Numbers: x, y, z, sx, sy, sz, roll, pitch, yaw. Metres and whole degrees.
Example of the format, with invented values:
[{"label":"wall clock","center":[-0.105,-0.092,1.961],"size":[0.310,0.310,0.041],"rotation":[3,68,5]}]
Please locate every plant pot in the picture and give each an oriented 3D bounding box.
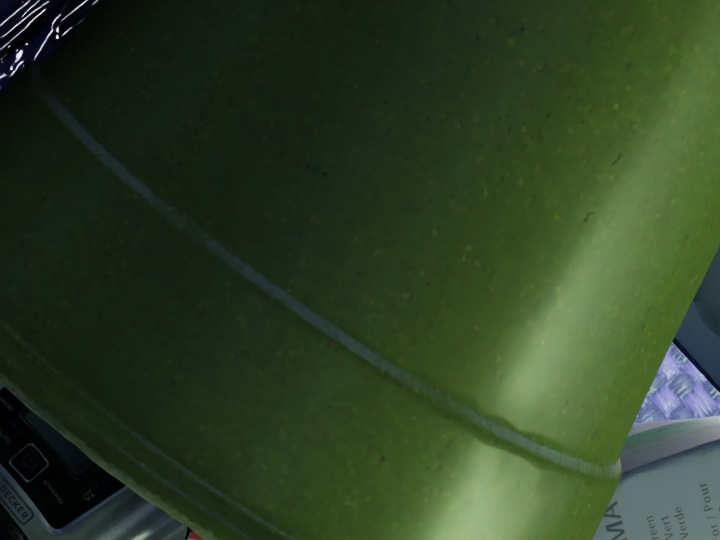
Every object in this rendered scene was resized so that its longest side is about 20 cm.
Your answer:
[{"label":"plant pot","center":[0.020,-0.041,0.563],"size":[0.191,0.199,0.200],"rotation":[-55,174,9]}]

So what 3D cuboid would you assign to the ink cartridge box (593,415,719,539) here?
[{"label":"ink cartridge box","center":[0.038,0.094,0.792],"size":[0.198,0.051,0.161],"rotation":[-14,179,-18]}]

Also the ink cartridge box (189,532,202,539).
[{"label":"ink cartridge box","center":[-0.072,0.134,1.187],"size":[0.198,0.058,0.162],"rotation":[-9,179,-16]}]

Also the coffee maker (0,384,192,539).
[{"label":"coffee maker","center":[-0.168,0.115,0.762],"size":[0.200,0.135,0.191],"rotation":[-39,-163,-34]}]

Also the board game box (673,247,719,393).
[{"label":"board game box","center":[0.127,-0.094,0.766],"size":[0.200,0.199,0.043],"rotation":[-42,177,4]}]
